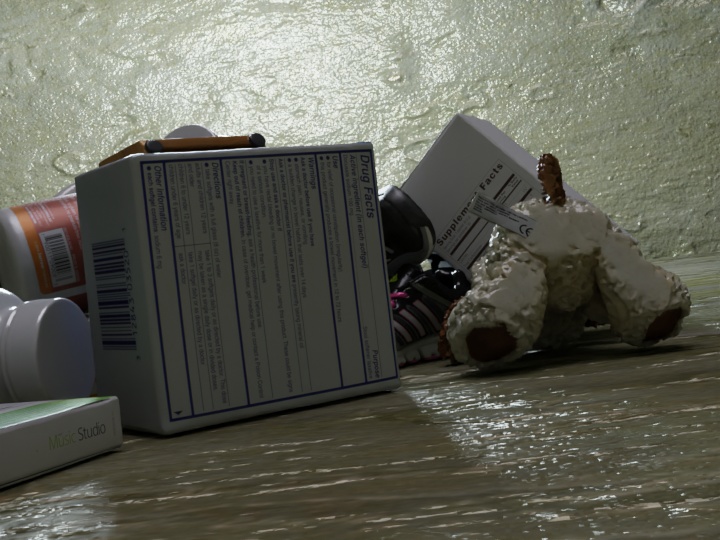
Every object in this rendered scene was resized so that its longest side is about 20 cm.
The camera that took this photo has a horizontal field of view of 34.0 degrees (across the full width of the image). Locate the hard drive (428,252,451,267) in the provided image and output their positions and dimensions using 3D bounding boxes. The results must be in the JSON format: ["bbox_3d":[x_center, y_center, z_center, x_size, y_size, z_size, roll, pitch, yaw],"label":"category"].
[{"bbox_3d":[0.164,-0.012,1.310,0.199,0.038,0.140,16,-12,19],"label":"hard drive"}]

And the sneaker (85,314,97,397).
[{"bbox_3d":[-0.213,0.067,1.127,0.078,0.080,0.200,-12,6,30],"label":"sneaker"}]

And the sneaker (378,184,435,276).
[{"bbox_3d":[0.000,0.000,1.110,0.115,0.075,0.200,-42,-8,-18],"label":"sneaker"}]

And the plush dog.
[{"bbox_3d":[0.147,0.011,0.978,0.199,0.161,0.172,-7,-22,-12],"label":"plush dog"}]

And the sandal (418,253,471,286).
[{"bbox_3d":[0.085,0.001,1.222,0.076,0.043,0.200,-6,0,6],"label":"sandal"}]

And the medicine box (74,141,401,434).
[{"bbox_3d":[-0.085,0.008,0.843,0.200,0.183,0.103,-7,1,-35],"label":"medicine box"}]

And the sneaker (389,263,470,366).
[{"bbox_3d":[0.028,0.040,1.052,0.199,0.088,0.074,-8,1,-35],"label":"sneaker"}]

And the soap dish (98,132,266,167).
[{"bbox_3d":[-0.125,-0.033,1.046,0.157,0.200,0.081,-7,-31,-37],"label":"soap dish"}]

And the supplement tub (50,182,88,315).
[{"bbox_3d":[-0.269,0.007,1.302,0.144,0.145,0.200,-7,-36,-4],"label":"supplement tub"}]

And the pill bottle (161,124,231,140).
[{"bbox_3d":[-0.143,-0.078,1.283,0.112,0.112,0.200,-6,-24,20],"label":"pill bottle"}]

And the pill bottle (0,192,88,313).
[{"bbox_3d":[-0.236,-0.023,1.114,0.199,0.113,0.112,-15,5,-28],"label":"pill bottle"}]

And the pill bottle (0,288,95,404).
[{"bbox_3d":[-0.300,0.070,0.856,0.199,0.111,0.111,-6,1,16],"label":"pill bottle"}]

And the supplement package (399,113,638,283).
[{"bbox_3d":[0.148,-0.043,1.138,0.120,0.200,0.121,-52,-15,16],"label":"supplement package"}]

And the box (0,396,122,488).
[{"bbox_3d":[-0.264,0.107,0.700,0.199,0.036,0.144,-8,0,25],"label":"box"}]
